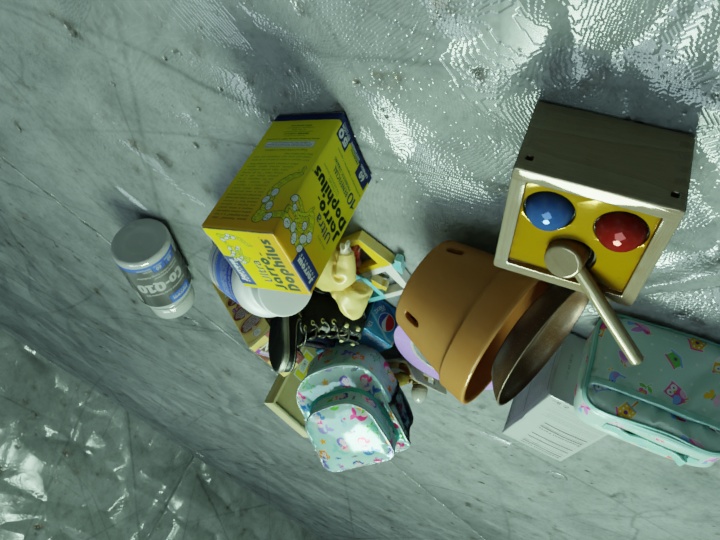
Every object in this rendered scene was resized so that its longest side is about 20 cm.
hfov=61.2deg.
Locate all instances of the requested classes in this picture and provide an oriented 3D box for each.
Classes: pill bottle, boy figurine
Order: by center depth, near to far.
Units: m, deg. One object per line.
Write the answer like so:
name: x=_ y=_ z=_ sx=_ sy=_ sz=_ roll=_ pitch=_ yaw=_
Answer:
pill bottle: x=-0.146 y=0.004 z=0.892 sx=0.112 sy=0.112 sz=0.199 roll=46 pitch=168 yaw=-29
boy figurine: x=-0.046 y=-0.014 z=0.921 sx=0.124 sy=0.065 sz=0.201 roll=-20 pitch=114 yaw=49
pill bottle: x=-0.402 y=0.003 z=1.204 sx=0.112 sy=0.115 sz=0.201 roll=16 pitch=148 yaw=16

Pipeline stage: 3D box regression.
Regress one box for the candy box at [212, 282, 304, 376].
candy box: x=-0.191 y=0.092 z=1.121 sx=0.200 sy=0.056 sz=0.117 roll=46 pitch=176 yaw=44

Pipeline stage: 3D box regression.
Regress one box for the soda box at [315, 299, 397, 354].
soda box: x=-0.006 y=0.118 z=1.116 sx=0.064 sy=0.068 sz=0.199 roll=34 pitch=148 yaw=-16

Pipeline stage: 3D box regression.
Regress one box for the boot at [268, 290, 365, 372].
boot: x=-0.064 y=0.091 z=0.958 sx=0.152 sy=0.205 sz=0.074 roll=16 pitch=120 yaw=-16

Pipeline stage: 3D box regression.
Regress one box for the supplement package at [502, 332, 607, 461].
supplement package: x=0.318 y=0.203 z=0.953 sx=0.108 sy=0.115 sz=0.201 roll=24 pitch=150 yaw=5

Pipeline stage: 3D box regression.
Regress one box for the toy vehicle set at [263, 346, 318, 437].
toy vehicle set: x=-0.096 y=0.203 z=1.182 sx=0.026 sy=0.202 sz=0.125 roll=-6 pitch=135 yaw=41

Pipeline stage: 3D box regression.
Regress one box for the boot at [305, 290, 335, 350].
boot: x=-0.122 y=0.073 z=1.065 sx=0.198 sy=0.092 sz=0.073 roll=20 pitch=152 yaw=-24

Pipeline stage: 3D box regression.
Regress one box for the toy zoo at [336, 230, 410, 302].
toy zoo: x=0.000 y=0.000 z=0.987 sx=0.131 sy=0.021 sz=0.199 roll=43 pitch=145 yaw=-23

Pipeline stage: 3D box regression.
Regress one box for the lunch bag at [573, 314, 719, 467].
lunch bag: x=0.387 y=0.156 z=0.788 sx=0.197 sy=0.162 sz=0.078 roll=18 pitch=149 yaw=15

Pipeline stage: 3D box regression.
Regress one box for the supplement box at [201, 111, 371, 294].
supplement box: x=-0.083 y=-0.087 z=0.751 sx=0.108 sy=0.202 sz=0.109 roll=6 pitch=144 yaw=30

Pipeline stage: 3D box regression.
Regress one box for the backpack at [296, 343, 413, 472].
backpack: x=-0.016 y=0.236 z=1.056 sx=0.175 sy=0.151 sz=0.203 roll=-18 pitch=104 yaw=20

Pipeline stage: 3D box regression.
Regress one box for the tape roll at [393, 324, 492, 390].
tape roll: x=0.157 y=0.114 z=0.993 sx=0.197 sy=0.066 sz=0.201 roll=19 pitch=147 yaw=13

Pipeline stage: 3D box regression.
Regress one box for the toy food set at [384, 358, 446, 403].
toy food set: x=0.048 y=0.222 z=1.168 sx=0.197 sy=0.061 sz=0.143 roll=-12 pitch=153 yaw=30

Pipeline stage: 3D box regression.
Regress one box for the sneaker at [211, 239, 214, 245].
sneaker: x=-0.185 y=-0.044 z=1.033 sx=0.085 sy=0.075 sz=0.201 roll=5 pitch=150 yaw=14

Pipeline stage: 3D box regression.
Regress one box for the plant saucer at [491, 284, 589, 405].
plant saucer: x=0.230 y=0.086 z=0.795 sx=0.037 sy=0.200 sz=0.202 roll=39 pitch=155 yaw=26

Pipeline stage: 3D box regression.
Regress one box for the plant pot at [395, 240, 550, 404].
plant pot: x=0.141 y=0.053 z=0.813 sx=0.139 sy=0.200 sz=0.201 roll=36 pitch=154 yaw=25

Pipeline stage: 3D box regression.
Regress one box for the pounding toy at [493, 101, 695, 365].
pounding toy: x=0.241 y=-0.034 z=0.639 sx=0.181 sy=0.143 sz=0.201 roll=18 pitch=147 yaw=16
